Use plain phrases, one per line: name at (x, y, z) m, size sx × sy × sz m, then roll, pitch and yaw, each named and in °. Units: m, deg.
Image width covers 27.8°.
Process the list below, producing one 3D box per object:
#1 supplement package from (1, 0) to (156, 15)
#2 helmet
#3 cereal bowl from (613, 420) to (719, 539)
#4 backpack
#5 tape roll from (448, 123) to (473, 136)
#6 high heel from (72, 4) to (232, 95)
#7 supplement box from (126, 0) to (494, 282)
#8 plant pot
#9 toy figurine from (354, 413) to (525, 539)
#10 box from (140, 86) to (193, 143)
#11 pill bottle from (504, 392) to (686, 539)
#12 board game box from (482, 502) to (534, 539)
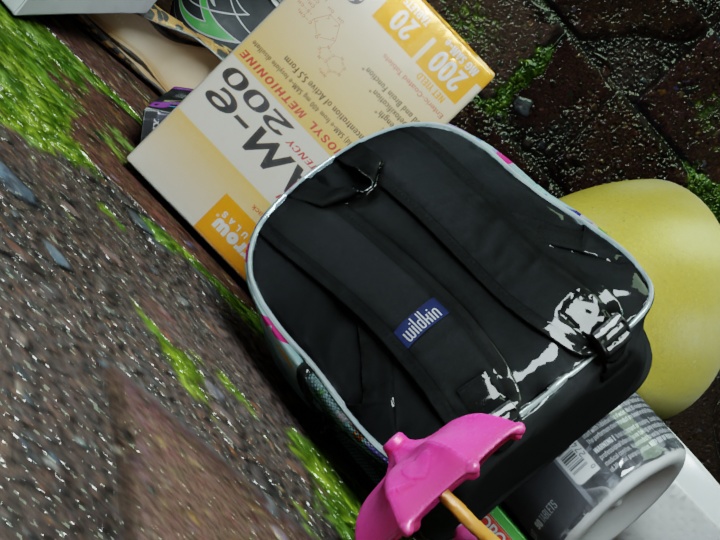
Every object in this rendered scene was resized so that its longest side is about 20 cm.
supplement package at (-0.217, -0.301, 1.025) m, size 0.200 × 0.147 × 0.191 m, roll 48°, pitch 21°, yaw 7°
helmet at (-0.092, -0.239, 1.436) m, size 0.199 × 0.192 × 0.200 m, roll 8°, pitch -16°, yaw 2°
cereal bowl at (0.197, 0.160, 1.041) m, size 0.200 × 0.083 × 0.200 m, roll 44°, pitch 10°, yaw -10°
backpack at (0.040, 0.025, 0.782) m, size 0.200 × 0.177 × 0.151 m, roll 45°, pitch -17°, yaw 26°
tape roll at (-0.004, -0.107, 1.298) m, size 0.199 × 0.085 × 0.200 m, roll 18°, pitch 1°, yaw 0°
high heel at (-0.156, -0.164, 1.174) m, size 0.200 × 0.071 × 0.143 m, roll 48°, pitch 16°, yaw 0°
supplement box at (-0.031, -0.096, 0.912) m, size 0.126 × 0.200 × 0.074 m, roll 45°, pitch 3°, yaw -5°
plant pot at (0.178, 0.021, 1.167) m, size 0.141 × 0.201 × 0.200 m, roll 4°, pitch 33°, yaw -34°
toy figurine at (0.076, 0.143, 0.597) m, size 0.184 × 0.150 × 0.201 m, roll 40°, pitch -23°, yaw 48°
box at (-0.077, -0.101, 1.048) m, size 0.142 × 0.036 × 0.200 m, roll 7°, pitch 10°, yaw -3°
pill bottle at (0.098, 0.073, 0.901) m, size 0.200 × 0.106 × 0.106 m, roll 50°, pitch 7°, yaw 25°
board game box at (0.086, 0.148, 0.967) m, size 0.135 × 0.029 × 0.200 m, roll 48°, pitch 6°, yaw 13°
